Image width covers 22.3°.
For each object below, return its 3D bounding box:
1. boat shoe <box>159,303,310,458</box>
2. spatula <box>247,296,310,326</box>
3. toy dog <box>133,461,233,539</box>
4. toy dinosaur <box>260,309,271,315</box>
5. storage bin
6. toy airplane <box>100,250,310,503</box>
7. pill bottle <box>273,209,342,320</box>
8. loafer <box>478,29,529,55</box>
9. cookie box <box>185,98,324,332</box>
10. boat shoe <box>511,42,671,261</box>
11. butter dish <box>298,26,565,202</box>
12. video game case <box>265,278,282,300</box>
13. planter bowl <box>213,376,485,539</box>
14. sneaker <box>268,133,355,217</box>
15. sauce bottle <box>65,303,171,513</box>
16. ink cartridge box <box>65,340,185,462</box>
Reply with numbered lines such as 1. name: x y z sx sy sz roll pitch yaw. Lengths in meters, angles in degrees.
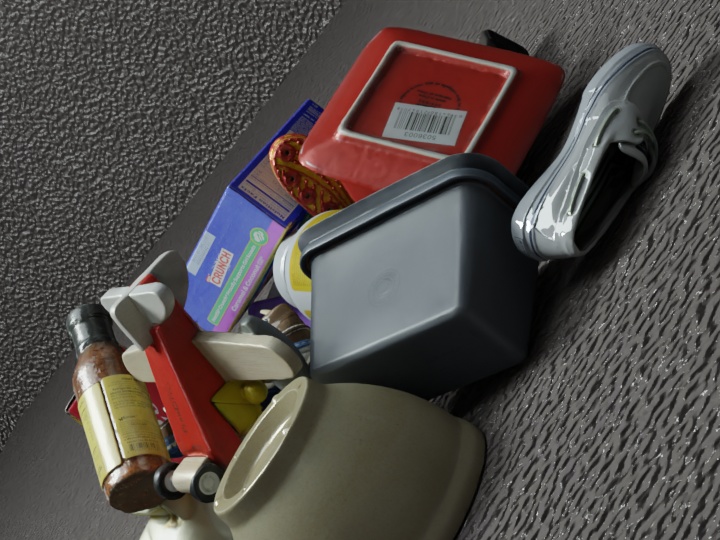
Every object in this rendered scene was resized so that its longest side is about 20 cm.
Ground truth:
1. boat shoe: -0.113 0.098 1.606 0.200 0.073 0.072 -35 -21 27
2. spatula: -0.018 0.028 1.772 0.199 0.021 0.057 -21 59 21
3. toy dog: -0.132 0.234 1.578 0.200 0.139 0.194 -53 30 7
4. toy dinosaur: -0.051 0.092 1.679 0.101 0.058 0.201 -23 55 12
5. storage bin: 0.052 0.028 1.409 0.200 0.145 0.135 -24 44 34
6. toy airplane: -0.120 0.075 1.472 0.141 0.200 0.200 -24 -36 -32
7. pill bottle: 0.000 0.000 1.656 0.112 0.112 0.200 -58 26 -15
8. loafer: 0.139 -0.182 1.836 0.071 0.073 0.200 -62 4 19
9. cookie box: -0.096 -0.052 1.840 0.171 0.075 0.200 -58 -3 39
10. boat shoe: 0.192 -0.084 1.364 0.067 0.074 0.200 12 65 48
11. butter dish: 0.072 -0.106 1.690 0.200 0.199 0.148 -59 -27 -34
12. video game case: -0.073 0.022 1.935 0.182 0.023 0.200 -65 -4 34
13. planter bowl: -0.022 0.162 1.333 0.200 0.135 0.200 -52 12 16
14. sneaker: -0.006 -0.076 1.767 0.073 0.200 0.077 -60 26 8
15. sauce bottle: -0.213 0.115 1.587 0.066 0.066 0.200 -48 45 31
16. ink cartridge box: -0.174 0.156 1.729 0.084 0.200 0.176 -57 0 -9
